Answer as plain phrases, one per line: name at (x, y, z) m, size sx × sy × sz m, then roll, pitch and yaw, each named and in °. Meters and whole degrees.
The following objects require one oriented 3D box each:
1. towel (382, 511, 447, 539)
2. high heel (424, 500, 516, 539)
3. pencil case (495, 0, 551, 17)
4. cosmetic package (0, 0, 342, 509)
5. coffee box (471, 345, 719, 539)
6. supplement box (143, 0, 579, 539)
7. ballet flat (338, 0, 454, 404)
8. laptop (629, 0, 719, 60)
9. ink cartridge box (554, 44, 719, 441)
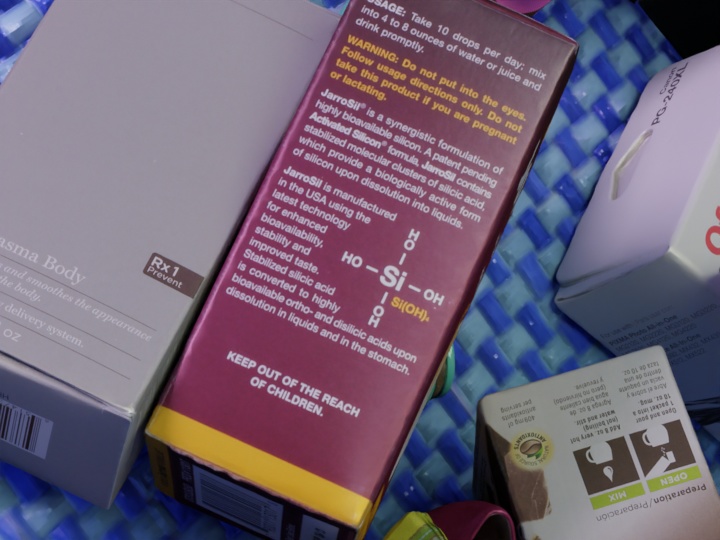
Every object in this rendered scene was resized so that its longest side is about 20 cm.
towel at (0.057, 0.186, 0.949) m, size 0.200 × 0.086 × 0.018 m, roll 48°, pitch 22°, yaw 23°
high heel at (0.030, 0.189, 0.987) m, size 0.067 × 0.096 × 0.200 m, roll 3°, pitch 69°, yaw -26°
pencil case at (0.123, -0.175, 1.133) m, size 0.094 × 0.200 × 0.091 m, roll 24°, pitch 53°, yaw -49°
cosmetic package at (-0.093, -0.025, 0.976) m, size 0.107 × 0.090 × 0.200 m, roll 23°, pitch 60°, yaw 1°
coffee box at (0.111, 0.147, 1.017) m, size 0.080 × 0.113 × 0.200 m, roll -17°, pitch 67°, yaw -6°
supplement box at (0.000, 0.000, 0.977) m, size 0.086 × 0.110 × 0.200 m, roll 24°, pitch 75°, yaw 3°
ballet flat at (-0.005, -0.039, 1.075) m, size 0.070 × 0.067 × 0.200 m, roll 2°, pitch 69°, yaw -17°
laptop at (0.226, -0.168, 1.206) m, size 0.116 × 0.187 × 0.200 m, roll 18°, pitch 60°, yaw -36°
ink cartridge box at (0.204, 0.008, 1.188) m, size 0.200 × 0.083 × 0.145 m, roll 39°, pitch 56°, yaw -18°
